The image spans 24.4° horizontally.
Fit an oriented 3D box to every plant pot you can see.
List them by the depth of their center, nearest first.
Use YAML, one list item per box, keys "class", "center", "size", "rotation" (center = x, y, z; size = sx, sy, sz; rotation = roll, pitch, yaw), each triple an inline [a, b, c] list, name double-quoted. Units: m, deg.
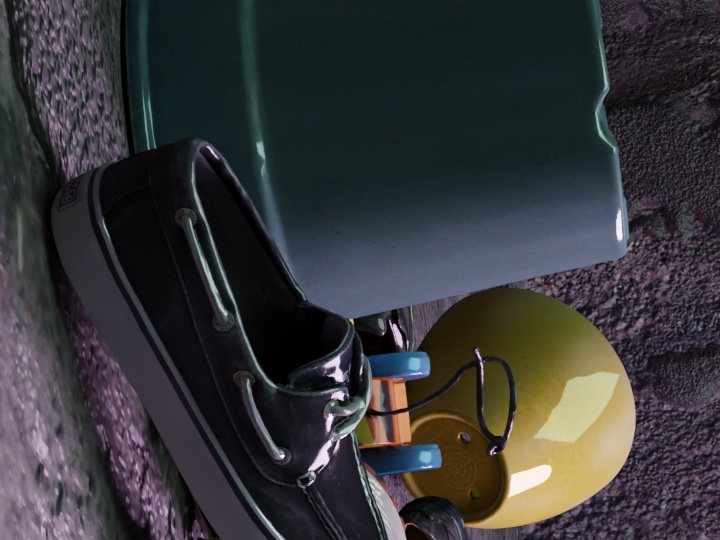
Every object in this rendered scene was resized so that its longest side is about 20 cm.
- class: "plant pot"
  center: [0.016, -0.066, 0.761]
  size: [0.200, 0.196, 0.200]
  rotation: [-8, 90, -83]
- class: "plant pot"
  center: [0.105, 0.132, 1.361]
  size: [0.142, 0.200, 0.200]
  rotation: [-34, 118, -53]

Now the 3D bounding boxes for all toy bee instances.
- class: "toy bee"
  center: [-0.010, 0.069, 0.866]
  size: [0.200, 0.109, 0.131]
  rotation: [115, -33, -56]

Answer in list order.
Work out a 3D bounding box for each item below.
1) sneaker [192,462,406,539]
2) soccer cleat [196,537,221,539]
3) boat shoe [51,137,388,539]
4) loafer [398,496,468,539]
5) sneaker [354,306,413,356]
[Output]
- class: "sneaker"
  center: [-0.035, 0.107, 0.712]
  size: [0.082, 0.078, 0.200]
  rotation: [-75, 150, -52]
- class: "soccer cleat"
  center: [-0.035, 0.192, 0.646]
  size: [0.081, 0.067, 0.200]
  rotation: [-71, 147, -53]
- class: "boat shoe"
  center: [-0.029, 0.041, 0.591]
  size: [0.200, 0.068, 0.072]
  rotation: [61, 25, -20]
- class: "loafer"
  center: [0.059, 0.271, 1.236]
  size: [0.072, 0.073, 0.200]
  rotation: [5, 67, -73]
- class: "sneaker"
  center: [0.000, 0.000, 1.026]
  size: [0.084, 0.077, 0.200]
  rotation: [-89, 168, -69]
